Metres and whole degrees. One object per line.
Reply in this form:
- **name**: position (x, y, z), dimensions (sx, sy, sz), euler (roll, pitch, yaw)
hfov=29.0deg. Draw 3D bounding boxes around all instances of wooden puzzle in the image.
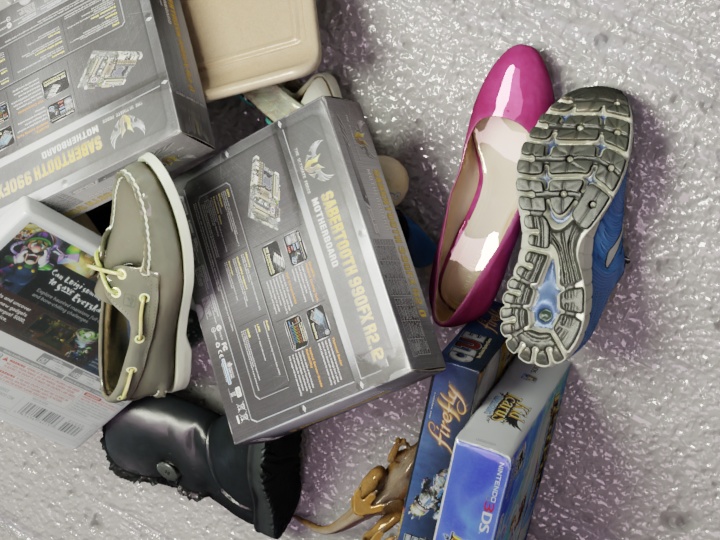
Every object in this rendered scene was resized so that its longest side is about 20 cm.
- **wooden puzzle**: position (-0.116, -0.213, 1.021), dimensions (0.184, 0.037, 0.201), euler (-11, 74, 24)

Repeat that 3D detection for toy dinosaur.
- **toy dinosaur**: position (0.014, 0.182, 1.101), dimensions (0.060, 0.106, 0.200), euler (43, 114, -5)

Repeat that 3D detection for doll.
- **doll**: position (0.000, 0.000, 1.050), dimensions (0.136, 0.049, 0.201), euler (5, 124, -13)

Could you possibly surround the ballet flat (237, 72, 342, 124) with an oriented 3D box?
- **ballet flat**: position (-0.055, -0.138, 1.042), dimensions (0.200, 0.067, 0.062), euler (40, 108, 5)

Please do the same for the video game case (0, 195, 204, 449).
- **video game case**: position (-0.231, 0.046, 1.044), dimensions (0.182, 0.023, 0.200), euler (-39, 135, 19)

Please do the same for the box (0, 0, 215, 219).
- **box**: position (-0.213, -0.123, 1.001), dimensions (0.199, 0.048, 0.159), euler (-24, 71, 20)

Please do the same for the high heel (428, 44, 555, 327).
- **high heel**: position (0.089, -0.058, 0.991), dimensions (0.067, 0.096, 0.201), euler (22, 113, 14)

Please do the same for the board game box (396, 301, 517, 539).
- **board game box**: position (0.071, 0.137, 1.039), dimensions (0.034, 0.135, 0.201), euler (17, 111, 16)

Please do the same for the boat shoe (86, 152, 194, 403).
- **boat shoe**: position (-0.156, 0.012, 0.972), dimensions (0.072, 0.060, 0.203), euler (47, 144, 41)

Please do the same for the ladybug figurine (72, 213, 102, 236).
- **ladybug figurine**: position (-0.244, 0.014, 1.104), dimensions (0.136, 0.072, 0.201), euler (34, 150, 26)

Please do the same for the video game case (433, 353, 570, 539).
- **video game case**: position (0.095, 0.180, 1.018), dimensions (0.045, 0.181, 0.201), euler (16, 112, 15)

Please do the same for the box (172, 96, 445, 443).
- **box**: position (-0.044, 0.002, 0.974), dimensions (0.158, 0.048, 0.201), euler (-25, 76, 29)

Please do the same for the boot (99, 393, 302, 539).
- **boot**: position (-0.133, 0.130, 1.120), dimensions (0.167, 0.077, 0.201), euler (20, 144, 13)

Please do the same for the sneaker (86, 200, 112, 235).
- **sneaker**: position (-0.137, 0.006, 1.110), dimensions (0.200, 0.078, 0.070), euler (36, 116, 8)

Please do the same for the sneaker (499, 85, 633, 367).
- **sneaker**: position (0.151, -0.032, 0.990), dimensions (0.078, 0.089, 0.201), euler (15, 93, 23)
